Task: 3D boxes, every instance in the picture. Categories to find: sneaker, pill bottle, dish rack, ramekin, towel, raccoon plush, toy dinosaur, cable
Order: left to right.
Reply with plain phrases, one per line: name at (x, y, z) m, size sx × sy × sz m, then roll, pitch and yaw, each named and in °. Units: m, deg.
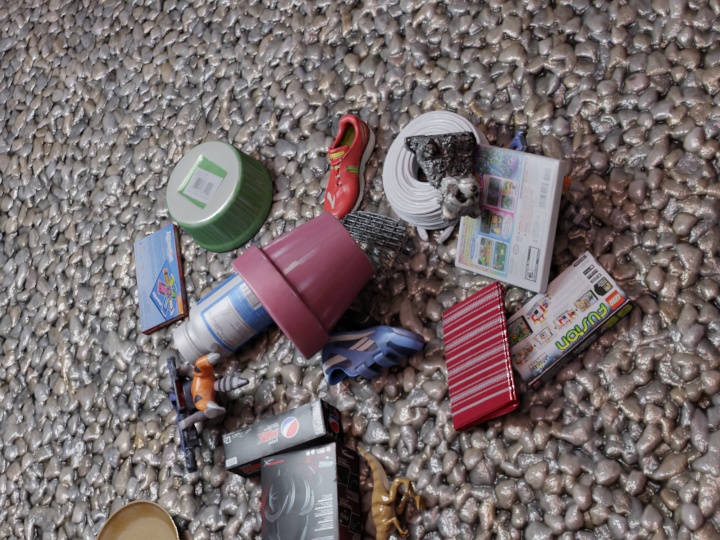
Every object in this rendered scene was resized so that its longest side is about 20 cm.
ramekin at (-0.273, -0.147, 1.949) m, size 0.197 × 0.098 × 0.204 m, roll -12°, pitch 64°, yaw 25°
pill bottle at (-0.232, 0.081, 1.819) m, size 0.199 × 0.112 × 0.113 m, roll -36°, pitch 56°, yaw 12°
sneaker at (-0.035, -0.185, 1.837) m, size 0.076 × 0.085 × 0.204 m, roll 1°, pitch 70°, yaw 30°
dish rack at (0.000, 0.000, 1.758) m, size 0.151 × 0.055 × 0.203 m, roll 17°, pitch 76°, yaw 33°
sneaker at (0.020, 0.140, 1.675) m, size 0.197 × 0.074 × 0.084 m, roll -13°, pitch 62°, yaw 34°
toy dinosaur at (0.039, 0.347, 1.579) m, size 0.105 × 0.060 × 0.203 m, roll -20°, pitch 60°, yaw 23°
cable at (0.126, -0.172, 1.744) m, size 0.200 × 0.069 × 0.200 m, roll -47°, pitch 53°, yaw 8°
raccoon plush at (0.137, -0.152, 1.654) m, size 0.095 × 0.200 × 0.137 m, roll -10°, pitch 101°, yaw -9°
towel at (0.183, 0.134, 1.582) m, size 0.144 × 0.022 × 0.204 m, roll -34°, pitch 51°, yaw 46°

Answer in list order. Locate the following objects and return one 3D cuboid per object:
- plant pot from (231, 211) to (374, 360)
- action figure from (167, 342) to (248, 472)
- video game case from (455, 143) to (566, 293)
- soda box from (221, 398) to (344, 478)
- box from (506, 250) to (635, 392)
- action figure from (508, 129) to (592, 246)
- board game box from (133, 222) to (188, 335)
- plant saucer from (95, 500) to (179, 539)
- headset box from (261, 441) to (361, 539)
plant pot at (-0.082, 0.010, 1.662) m, size 0.178 × 0.201 × 0.200 m, roll -40°, pitch 54°, yaw -7°
action figure at (-0.262, 0.232, 1.745) m, size 0.193 × 0.103 × 0.204 m, roll -35°, pitch 64°, yaw 61°
video game case at (0.230, -0.085, 1.603) m, size 0.181 × 0.023 × 0.204 m, roll 19°, pitch 107°, yaw 46°
soda box at (-0.129, 0.280, 1.697) m, size 0.197 × 0.071 × 0.064 m, roll -22°, pitch 58°, yaw 20°
box at (0.304, 0.077, 1.558) m, size 0.199 × 0.035 × 0.111 m, roll -41°, pitch 55°, yaw 8°
action figure at (0.269, -0.110, 1.647) m, size 0.194 × 0.103 × 0.202 m, roll 52°, pitch 128°, yaw 42°
board game box at (-0.390, 0.015, 1.995) m, size 0.102 × 0.019 × 0.203 m, roll -24°, pitch 59°, yaw 21°
plant saucer at (-0.381, 0.501, 1.768) m, size 0.197 × 0.035 × 0.204 m, roll -13°, pitch 63°, yaw 26°
headset box at (-0.079, 0.389, 1.616) m, size 0.147 × 0.077 × 0.204 m, roll -16°, pitch 61°, yaw 26°
